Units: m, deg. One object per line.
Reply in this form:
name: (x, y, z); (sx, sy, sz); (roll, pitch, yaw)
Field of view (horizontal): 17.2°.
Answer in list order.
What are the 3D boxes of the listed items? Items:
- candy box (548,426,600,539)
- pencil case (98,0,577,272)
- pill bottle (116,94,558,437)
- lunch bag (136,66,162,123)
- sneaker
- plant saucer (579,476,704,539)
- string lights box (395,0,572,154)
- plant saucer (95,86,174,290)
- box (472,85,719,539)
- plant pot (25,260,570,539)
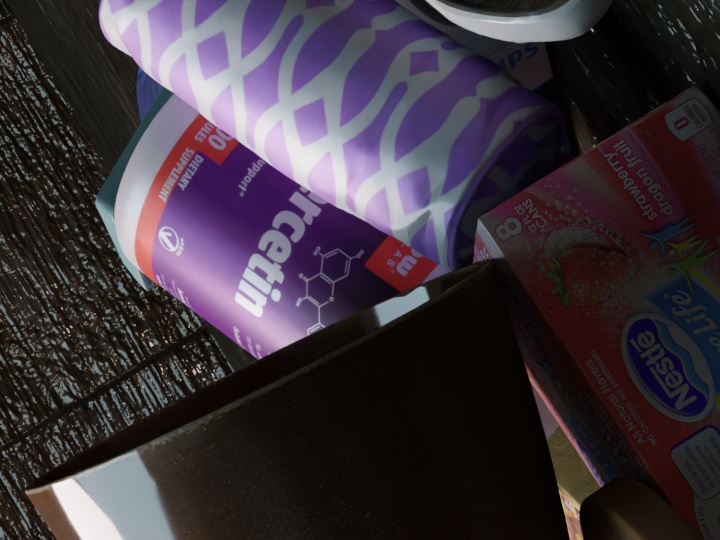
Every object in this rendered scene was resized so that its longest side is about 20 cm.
candy box: (0.123, 0.124, 1.324); (0.116, 0.055, 0.200); (63, 169, -27)
pencil case: (-0.012, -0.078, 0.947); (0.200, 0.084, 0.085); (37, -161, 20)
pill bottle: (0.000, 0.000, 1.015); (0.200, 0.112, 0.113); (35, 162, 21)
lunch bag: (-0.050, -0.069, 1.395); (0.200, 0.132, 0.136); (-173, 75, -77)
sneaker: (0.054, -0.126, 0.925); (0.085, 0.073, 0.200); (30, -175, -35)
plant saucer: (0.132, 0.166, 0.841); (0.200, 0.032, 0.200); (58, 171, 14)
string lights box: (0.053, -0.057, 1.108); (0.103, 0.059, 0.200); (50, 168, 41)
plant saucer: (-0.066, -0.089, 1.118); (0.019, 0.200, 0.070); (20, 155, 21)
box: (0.134, 0.050, 0.879); (0.200, 0.103, 0.095); (56, 170, 15)
plant pot: (0.007, 0.126, 0.862); (0.200, 0.187, 0.187); (64, 171, -1)
